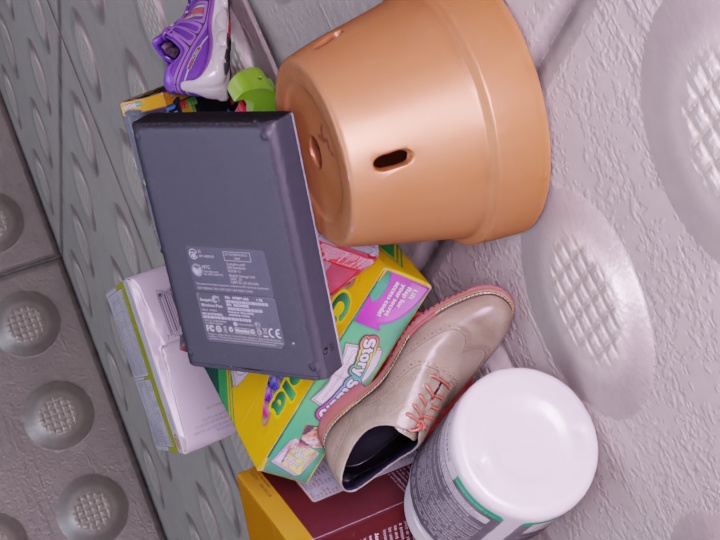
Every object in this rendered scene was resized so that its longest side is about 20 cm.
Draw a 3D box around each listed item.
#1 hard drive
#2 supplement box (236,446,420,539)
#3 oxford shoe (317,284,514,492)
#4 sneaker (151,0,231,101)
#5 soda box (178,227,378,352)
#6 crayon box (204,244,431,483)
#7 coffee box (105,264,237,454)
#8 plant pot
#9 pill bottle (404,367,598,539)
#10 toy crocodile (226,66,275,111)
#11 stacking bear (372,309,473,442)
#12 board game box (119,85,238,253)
[{"bbox_3d":[-0.093,-0.020,1.051,0.138,0.033,0.202,4,116,34],"label":"hard drive"},{"bbox_3d":[0.017,0.260,1.268,0.133,0.198,0.199,39,143,56],"label":"supplement box"},{"bbox_3d":[0.050,0.096,1.081,0.070,0.200,0.075,33,-160,-27],"label":"oxford shoe"},{"bbox_3d":[-0.178,-0.255,1.483,0.201,0.082,0.081,-95,6,-51],"label":"sneaker"},{"bbox_3d":[-0.070,0.000,1.129,0.199,0.063,0.071,-36,46,40],"label":"soda box"},{"bbox_3d":[-0.045,0.046,1.179,0.201,0.058,0.173,-58,34,15],"label":"crayon box"},{"bbox_3d":[-0.160,0.080,1.608,0.202,0.198,0.198,71,162,0],"label":"coffee box"},{"bbox_3d":[0.027,-0.103,1.003,0.200,0.139,0.202,162,90,-72],"label":"plant pot"},{"bbox_3d":[0.100,0.159,1.078,0.114,0.112,0.200,66,160,17],"label":"pill bottle"},{"bbox_3d":[-0.114,-0.144,1.485,0.200,0.061,0.068,112,137,-63],"label":"toy crocodile"},{"bbox_3d":[0.002,0.066,1.246,0.200,0.113,0.123,34,100,52],"label":"stacking bear"},{"bbox_3d":[-0.180,-0.126,1.538,0.200,0.056,0.167,-48,-55,-67],"label":"board game box"}]
